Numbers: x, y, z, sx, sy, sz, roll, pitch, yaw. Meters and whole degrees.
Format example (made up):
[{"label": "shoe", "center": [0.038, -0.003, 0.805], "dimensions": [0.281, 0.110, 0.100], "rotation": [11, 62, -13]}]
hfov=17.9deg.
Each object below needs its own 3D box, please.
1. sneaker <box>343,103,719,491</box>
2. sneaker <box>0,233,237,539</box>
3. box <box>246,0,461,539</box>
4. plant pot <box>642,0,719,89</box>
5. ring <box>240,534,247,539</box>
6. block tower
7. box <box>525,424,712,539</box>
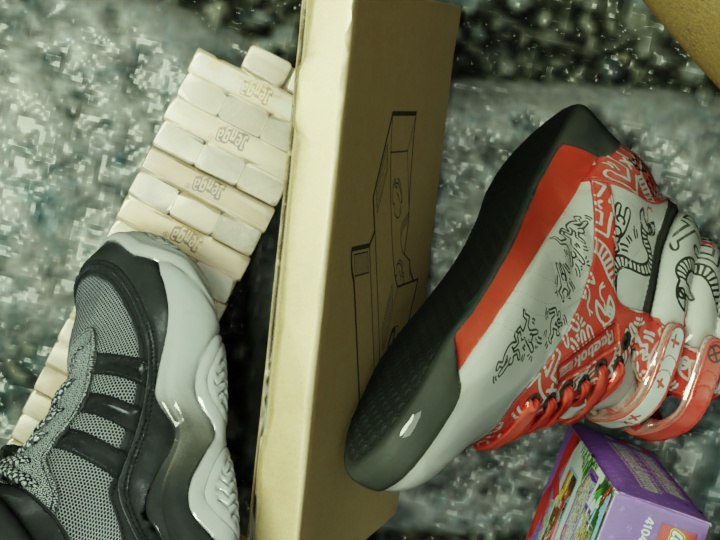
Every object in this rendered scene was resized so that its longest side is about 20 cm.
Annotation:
[{"label": "sneaker", "center": [0.076, 0.032, 0.813], "dimensions": [0.108, 0.202, 0.067], "rotation": [43, 132, -9]}, {"label": "sneaker", "center": [-0.104, 0.065, 0.747], "dimensions": [0.113, 0.201, 0.076], "rotation": [5, 139, -18]}, {"label": "box", "center": [0.000, 0.000, 0.814], "dimensions": [0.021, 0.163, 0.201], "rotation": [7, 95, 14]}, {"label": "plant pot", "center": [0.180, -0.119, 0.807], "dimensions": [0.186, 0.186, 0.200], "rotation": [-30, 108, 2]}, {"label": "ring", "center": [-0.034, 0.194, 0.837], "dimensions": [0.019, 0.200, 0.201], "rotation": [-10, 97, -40]}, {"label": "block tower", "center": [-0.077, 0.008, 0.867], "dimensions": [0.054, 0.058, 0.201], "rotation": [27, 93, -3]}, {"label": "box", "center": [0.067, 0.165, 0.841], "dimensions": [0.039, 0.137, 0.201], "rotation": [20, 96, -4]}]
